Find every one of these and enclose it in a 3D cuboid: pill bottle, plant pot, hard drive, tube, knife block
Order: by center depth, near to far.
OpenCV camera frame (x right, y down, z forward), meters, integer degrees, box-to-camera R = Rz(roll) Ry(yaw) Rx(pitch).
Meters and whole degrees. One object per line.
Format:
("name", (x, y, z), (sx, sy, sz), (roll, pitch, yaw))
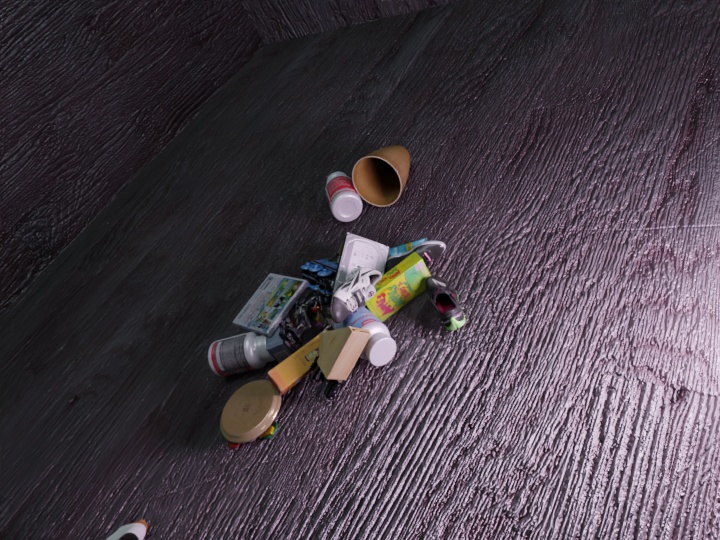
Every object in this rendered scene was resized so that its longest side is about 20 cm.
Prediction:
("knife block", (-0.057, 0.243, 1.532), (0.199, 0.064, 0.178), (-18, 68, 50))
("pill bottle", (0.010, 0.169, 1.606), (0.109, 0.109, 0.200), (-39, 38, -9))
("hard drive", (0.000, 0.000, 1.751), (0.038, 0.138, 0.202), (131, 156, -62))
("pill bottle", (-0.341, 0.243, 1.772), (0.198, 0.111, 0.111), (-15, 40, 21))
("tube", (0.112, -0.046, 1.829), (0.198, 0.051, 0.078), (-15, 49, 14))
("plant pot", (0.096, -0.353, 2.086), (0.185, 0.188, 0.200), (-2, 33, 33))
("pill bottle", (-0.065, -0.270, 2.140), (0.112, 0.113, 0.201), (-27, 38, 6))

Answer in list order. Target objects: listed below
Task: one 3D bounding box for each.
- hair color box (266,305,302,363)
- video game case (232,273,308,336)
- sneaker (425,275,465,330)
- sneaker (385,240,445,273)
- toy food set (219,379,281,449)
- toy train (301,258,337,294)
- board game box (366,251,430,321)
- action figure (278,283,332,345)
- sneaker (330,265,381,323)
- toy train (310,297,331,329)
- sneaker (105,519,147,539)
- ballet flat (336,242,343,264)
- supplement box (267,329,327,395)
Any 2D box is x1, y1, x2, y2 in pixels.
("hair color box", (-0.219, 0.178, 1.765), (0.060, 0.099, 0.201), (-22, 39, 16))
("video game case", (-0.270, 0.098, 1.791), (0.181, 0.022, 0.201), (9, 55, 45))
("sneaker", (0.221, 0.070, 1.587), (0.076, 0.084, 0.201), (-29, 38, 3))
("sneaker", (0.159, -0.015, 1.740), (0.199, 0.071, 0.100), (-21, 39, 24))
("toy food set", (-0.300, 0.388, 1.634), (0.198, 0.049, 0.199), (-14, 41, 21))
("toy train", (-0.104, 0.018, 1.834), (0.113, 0.088, 0.199), (-13, 17, -31))
("board game box", (0.102, 0.050, 1.678), (0.199, 0.102, 0.048), (-36, 38, -5))
("action figure", (-0.146, 0.130, 1.700), (0.118, 0.103, 0.200), (-4, 34, 41))
("sneaker", (-0.009, 0.061, 1.596), (0.088, 0.074, 0.201), (5, 46, 33))
("toy train", (-0.082, 0.094, 1.798), (0.198, 0.056, 0.151), (-17, 40, 20))
("sneaker", (-0.616, 0.703, 1.513), (0.199, 0.073, 0.085), (-34, 6, 8))
("ballet flat", (-0.037, -0.020, 1.893), (0.072, 0.068, 0.200), (-47, 35, 14))
("supplement box", (-0.155, 0.250, 1.629), (0.199, 0.069, 0.067), (-35, 76, -19))
